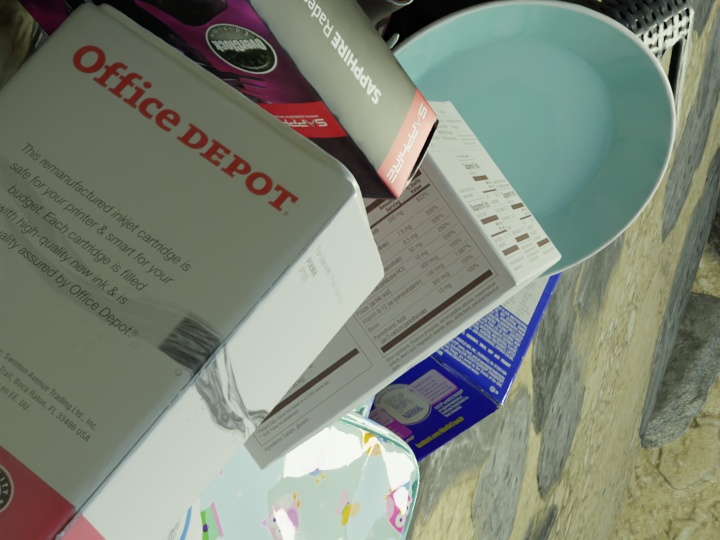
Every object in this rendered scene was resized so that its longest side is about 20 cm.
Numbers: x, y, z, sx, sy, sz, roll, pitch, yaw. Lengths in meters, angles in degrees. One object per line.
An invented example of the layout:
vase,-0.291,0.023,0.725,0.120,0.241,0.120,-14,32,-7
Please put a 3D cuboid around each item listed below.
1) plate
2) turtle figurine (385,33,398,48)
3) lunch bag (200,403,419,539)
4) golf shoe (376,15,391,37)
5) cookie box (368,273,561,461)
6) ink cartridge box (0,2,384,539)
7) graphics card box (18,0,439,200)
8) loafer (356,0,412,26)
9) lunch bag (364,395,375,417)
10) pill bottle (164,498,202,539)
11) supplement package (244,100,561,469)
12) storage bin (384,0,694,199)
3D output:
plate,0.080,-0.074,1.200,0.026,0.199,0.201,-106,-167,-51
turtle figurine,-0.068,-0.103,1.004,0.200,0.101,0.150,-53,142,-17
lunch bag,-0.057,0.137,1.178,0.200,0.077,0.161,27,74,-48
golf shoe,-0.017,-0.149,1.200,0.201,0.077,0.088,-64,170,-6
cookie box,0.059,0.030,1.446,0.171,0.075,0.200,-39,-162,50
ink cartridge box,-0.107,0.021,0.789,0.200,0.146,0.083,-49,156,-14
graphics card box,-0.068,-0.106,0.840,0.200,0.125,0.051,53,54,-43
loafer,-0.008,-0.132,0.908,0.073,0.072,0.200,-19,139,-38
lunch bag,-0.014,0.001,1.304,0.161,0.082,0.200,72,36,-60
pill bottle,-0.135,0.097,0.930,0.200,0.112,0.113,63,44,-67
supplement package,0.000,0.000,1.067,0.156,0.111,0.200,-36,176,11
storage bin,0.096,-0.141,1.304,0.094,0.200,0.136,-32,139,-34
